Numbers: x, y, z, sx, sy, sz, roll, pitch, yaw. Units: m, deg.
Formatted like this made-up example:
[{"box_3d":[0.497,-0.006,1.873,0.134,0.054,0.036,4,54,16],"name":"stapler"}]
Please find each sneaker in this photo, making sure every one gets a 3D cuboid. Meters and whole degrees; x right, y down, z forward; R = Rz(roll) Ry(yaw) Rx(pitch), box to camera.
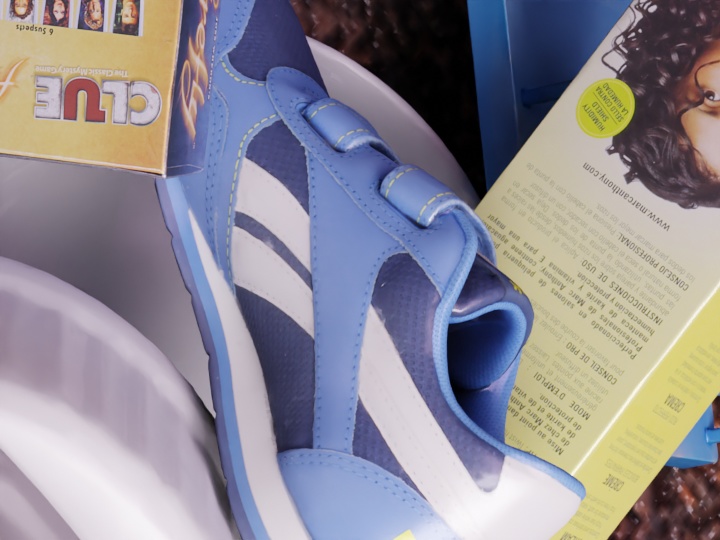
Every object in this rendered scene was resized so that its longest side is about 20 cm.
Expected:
[{"box_3d":[0.000,0.000,0.739,0.074,0.082,0.201,39,30,-59],"name":"sneaker"}]

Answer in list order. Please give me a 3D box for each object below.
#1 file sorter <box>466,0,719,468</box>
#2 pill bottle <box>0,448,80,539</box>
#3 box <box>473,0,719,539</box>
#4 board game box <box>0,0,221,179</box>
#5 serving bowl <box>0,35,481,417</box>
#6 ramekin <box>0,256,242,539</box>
[{"box_3d":[0.117,-0.051,0.873,0.139,0.122,0.201,14,68,-63],"name":"file sorter"},{"box_3d":[-0.144,0.117,0.584,0.200,0.114,0.114,-40,106,1],"name":"pill bottle"},{"box_3d":[0.078,-0.012,0.772,0.200,0.075,0.050,-54,152,3],"name":"box"},{"box_3d":[-0.130,-0.102,0.712,0.035,0.199,0.136,-19,117,-76],"name":"board game box"},{"box_3d":[-0.049,0.032,0.820,0.199,0.066,0.202,6,78,-32],"name":"serving bowl"},{"box_3d":[-0.116,0.099,0.692,0.199,0.098,0.202,-1,100,-8],"name":"ramekin"}]
